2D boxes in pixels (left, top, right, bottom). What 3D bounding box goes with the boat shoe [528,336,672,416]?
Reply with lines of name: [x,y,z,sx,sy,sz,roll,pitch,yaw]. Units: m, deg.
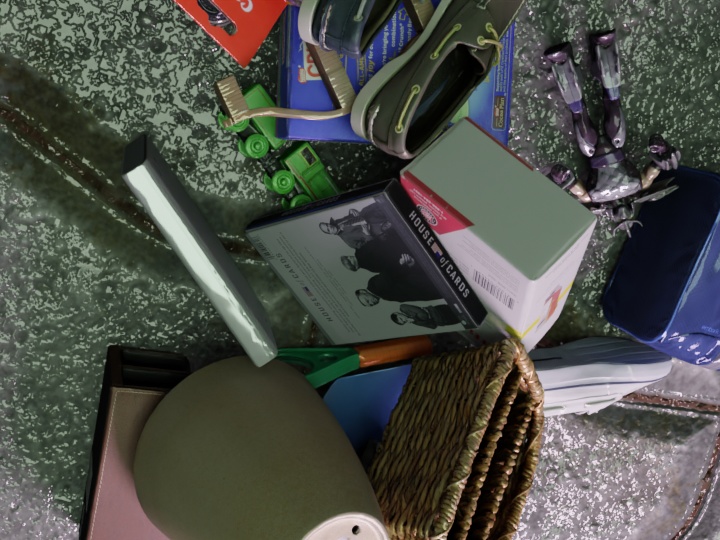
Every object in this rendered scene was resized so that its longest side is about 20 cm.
boat shoe: [0.227,0.113,1.054,0.199,0.074,0.067,-1,111,-20]

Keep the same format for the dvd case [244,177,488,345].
dvd case: [0.000,0.000,0.920,0.150,0.200,0.025,54,54,-21]

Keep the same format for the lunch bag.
lunch bag: [0.351,-0.007,1.016,0.132,0.136,0.200,19,100,-18]

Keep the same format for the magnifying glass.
magnifying glass: [-0.024,0.089,1.000,0.199,0.080,0.022,-10,110,-20]

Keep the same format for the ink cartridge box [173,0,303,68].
ink cartridge box: [-0.053,-0.262,0.791,0.200,0.050,0.109,-57,138,-6]

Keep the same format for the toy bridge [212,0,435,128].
toy bridge: [-0.023,-0.160,0.841,0.200,0.027,0.067,-27,100,-11]

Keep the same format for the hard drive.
hard drive: [-0.141,-0.020,0.902,0.026,0.132,0.200,-32,111,-1]

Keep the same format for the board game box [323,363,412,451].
board game box: [0.050,0.159,1.052,0.199,0.039,0.158,-11,113,-3]

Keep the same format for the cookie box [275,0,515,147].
cookie box: [0.029,-0.195,0.904,0.199,0.075,0.172,2,94,-14]

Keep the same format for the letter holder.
letter holder: [-0.182,0.189,0.975,0.142,0.101,0.201,8,104,-17]

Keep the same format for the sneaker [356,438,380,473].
sneaker: [-0.054,0.224,1.012,0.095,0.079,0.200,42,114,-5]

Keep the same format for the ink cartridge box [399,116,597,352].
ink cartridge box: [0.111,-0.017,0.900,0.145,0.200,0.083,40,71,18]

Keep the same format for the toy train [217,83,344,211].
toy train: [-0.058,-0.086,0.953,0.056,0.042,0.200,-41,111,-10]

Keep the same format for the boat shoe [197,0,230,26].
boat shoe: [-0.096,-0.298,0.850,0.074,0.093,0.201,16,102,-17]

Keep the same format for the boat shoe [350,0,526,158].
boat shoe: [0.079,-0.174,0.833,0.202,0.060,0.072,-48,145,-5]

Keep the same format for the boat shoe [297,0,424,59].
boat shoe: [0.030,-0.243,0.805,0.062,0.075,0.200,29,62,19]

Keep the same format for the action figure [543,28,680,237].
action figure: [0.232,-0.124,0.986,0.130,0.069,0.201,-17,104,6]

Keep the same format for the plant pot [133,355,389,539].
plant pot: [-0.066,0.195,0.849,0.187,0.200,0.188,-11,113,-28]

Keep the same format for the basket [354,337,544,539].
basket: [0.105,0.181,0.910,0.143,0.149,0.200,36,62,-22]
